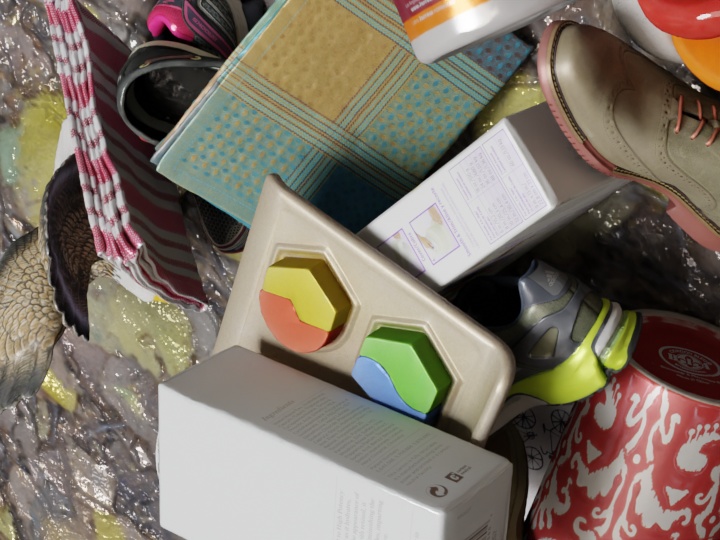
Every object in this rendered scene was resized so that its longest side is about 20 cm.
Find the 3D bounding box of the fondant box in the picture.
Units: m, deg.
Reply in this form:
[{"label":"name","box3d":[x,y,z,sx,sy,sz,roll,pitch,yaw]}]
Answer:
[{"label":"fondant box","box3d":[0.075,-0.034,0.910,0.200,0.144,0.058,-38,81,43]}]

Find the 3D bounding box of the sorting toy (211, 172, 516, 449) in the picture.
[{"label":"sorting toy","box3d":[-0.015,0.069,0.904,0.200,0.036,0.186,39,128,25]}]

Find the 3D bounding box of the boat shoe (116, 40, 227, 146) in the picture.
[{"label":"boat shoe","box3d":[-0.056,-0.097,0.978,0.200,0.063,0.074,10,114,-7]}]

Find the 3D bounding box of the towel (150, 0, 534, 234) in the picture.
[{"label":"towel","box3d":[-0.011,-0.101,0.934,0.146,0.022,0.200,34,109,-23]}]

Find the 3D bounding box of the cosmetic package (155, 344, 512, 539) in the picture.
[{"label":"cosmetic package","box3d":[-0.019,0.125,0.866,0.199,0.074,0.102,22,121,32]}]

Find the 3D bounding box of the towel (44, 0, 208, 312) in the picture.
[{"label":"towel","box3d":[-0.150,-0.079,1.020,0.030,0.146,0.201,-18,72,9]}]

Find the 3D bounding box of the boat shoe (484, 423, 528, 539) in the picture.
[{"label":"boat shoe","box3d":[0.066,0.157,0.973,0.064,0.201,0.072,16,123,-8]}]

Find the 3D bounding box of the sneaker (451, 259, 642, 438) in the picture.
[{"label":"sneaker","box3d":[0.077,0.045,0.919,0.081,0.074,0.200,43,139,-13]}]

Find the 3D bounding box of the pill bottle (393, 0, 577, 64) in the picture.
[{"label":"pill bottle","box3d":[0.045,-0.225,0.836,0.114,0.114,0.201,-19,95,42]}]

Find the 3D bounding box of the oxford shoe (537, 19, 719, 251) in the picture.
[{"label":"oxford shoe","box3d":[0.174,-0.077,0.818,0.199,0.071,0.074,29,156,-36]}]

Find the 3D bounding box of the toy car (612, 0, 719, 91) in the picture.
[{"label":"toy car","box3d":[0.179,-0.180,0.746,0.174,0.150,0.201,-8,111,39]}]

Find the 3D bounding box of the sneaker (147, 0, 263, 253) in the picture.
[{"label":"sneaker","box3d":[-0.107,-0.102,1.057,0.080,0.075,0.201,10,122,32]}]

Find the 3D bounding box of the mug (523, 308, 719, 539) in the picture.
[{"label":"mug","box3d":[0.190,0.135,0.958,0.134,0.176,0.201,49,132,49]}]

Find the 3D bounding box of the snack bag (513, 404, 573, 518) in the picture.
[{"label":"snack bag","box3d":[0.095,0.115,1.074,0.199,0.021,0.190,3,118,35]}]

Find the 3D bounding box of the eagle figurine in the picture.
[{"label":"eagle figurine","box3d":[-0.200,-0.011,1.093,0.150,0.200,0.153,9,121,33]}]
